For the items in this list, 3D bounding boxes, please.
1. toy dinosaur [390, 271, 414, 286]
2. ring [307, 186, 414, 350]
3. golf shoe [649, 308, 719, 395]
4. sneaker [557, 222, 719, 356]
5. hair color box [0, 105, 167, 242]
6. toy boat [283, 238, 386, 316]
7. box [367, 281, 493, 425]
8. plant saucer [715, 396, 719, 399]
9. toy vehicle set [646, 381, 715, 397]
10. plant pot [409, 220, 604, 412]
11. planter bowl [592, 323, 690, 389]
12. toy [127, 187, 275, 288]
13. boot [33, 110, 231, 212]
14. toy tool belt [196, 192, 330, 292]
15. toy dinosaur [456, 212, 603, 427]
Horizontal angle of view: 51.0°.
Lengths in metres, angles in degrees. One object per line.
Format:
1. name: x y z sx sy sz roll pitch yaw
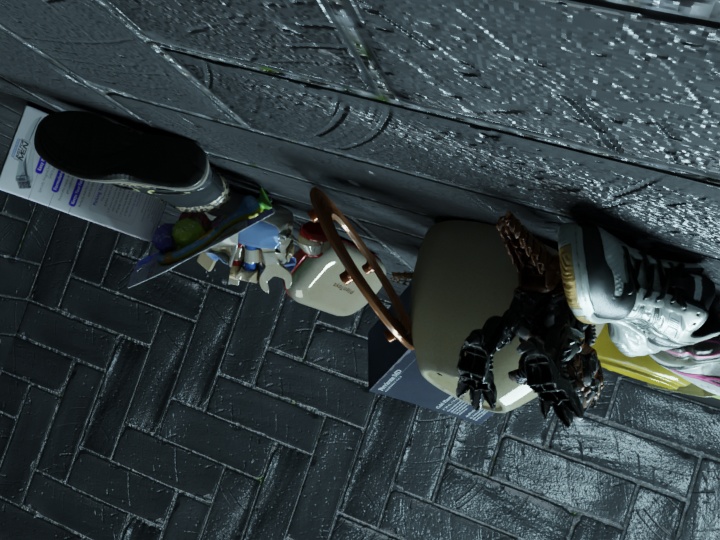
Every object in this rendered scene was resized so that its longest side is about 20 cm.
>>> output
1. toy dinosaur: 0.140 0.027 1.066 0.200 0.102 0.136 34 150 -10
2. ring: 0.000 0.000 0.797 0.201 0.019 0.200 55 -172 -12
3. golf shoe: 0.354 0.083 0.669 0.200 0.073 0.092 23 159 33
4. sneaker: 0.215 0.009 0.566 0.087 0.076 0.200 -12 156 34
5. hair color box: -0.349 -0.122 0.974 0.200 0.110 0.065 21 -179 -26
6. toy boat: -0.053 -0.008 1.295 0.200 0.131 0.131 24 -156 -48
7. box: 0.134 0.093 0.998 0.182 0.104 0.200 20 133 -21
8. plant saucer: 0.556 0.173 1.247 0.200 0.048 0.200 17 175 34
9. toy vehicle set: 0.436 0.124 0.910 0.124 0.027 0.200 -8 174 4
10. plant pot: 0.128 0.060 0.750 0.200 0.135 0.200 25 163 8
11. planter bowl: 0.308 0.076 0.818 0.200 0.084 0.200 19 177 1
12. toy: -0.207 -0.054 0.955 0.200 0.047 0.115 -24 -162 -2
13. boot: -0.251 -0.119 0.865 0.199 0.073 0.151 10 175 7
14. toy tool belt: -0.141 -0.030 1.081 0.199 0.123 0.125 17 -150 11
15. toy dinosaur: 0.144 0.048 0.615 0.200 0.136 0.102 51 143 -11
